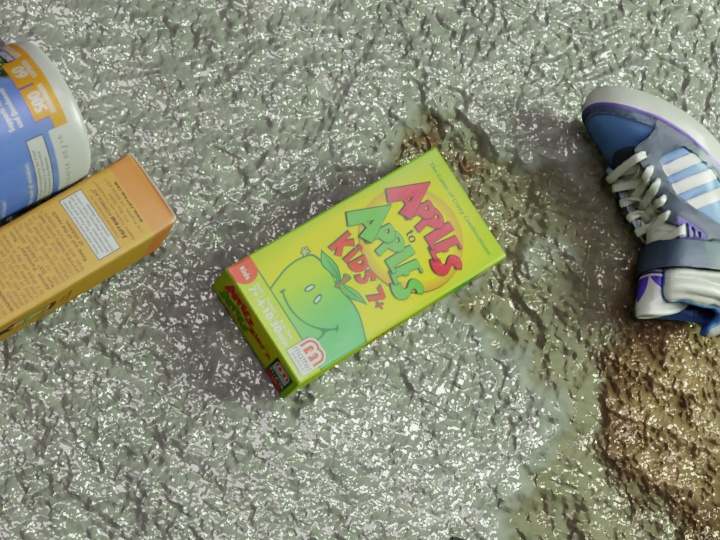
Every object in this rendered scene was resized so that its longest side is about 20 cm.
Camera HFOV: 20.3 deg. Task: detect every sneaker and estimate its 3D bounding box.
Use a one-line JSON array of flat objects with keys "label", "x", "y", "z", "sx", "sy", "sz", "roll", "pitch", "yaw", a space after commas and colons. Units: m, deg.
[{"label": "sneaker", "x": 0.235, "y": -0.037, "z": 1.583, "sx": 0.200, "sy": 0.081, "sz": 0.147, "roll": 37, "pitch": 62, "yaw": -10}]

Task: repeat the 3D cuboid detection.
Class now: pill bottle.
[{"label": "pill bottle", "x": -0.300, "y": -0.074, "z": 1.407, "sx": 0.199, "sy": 0.112, "sz": 0.112, "roll": -28, "pitch": 83, "yaw": -24}]

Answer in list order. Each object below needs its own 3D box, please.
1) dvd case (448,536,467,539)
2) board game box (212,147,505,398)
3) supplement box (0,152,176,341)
[{"label": "dvd case", "x": 0.127, "y": 0.292, "z": 1.437, "sx": 0.148, "sy": 0.016, "sz": 0.201, "roll": 18, "pitch": 43, "yaw": -12}, {"label": "board game box", "x": 0.000, "y": 0.000, "z": 1.514, "sx": 0.200, "sy": 0.048, "sz": 0.102, "roll": -31, "pitch": 84, "yaw": -24}, {"label": "supplement box", "x": -0.233, "y": -0.004, "z": 1.431, "sx": 0.200, "sy": 0.067, "sz": 0.069, "roll": -34, "pitch": 86, "yaw": -25}]
